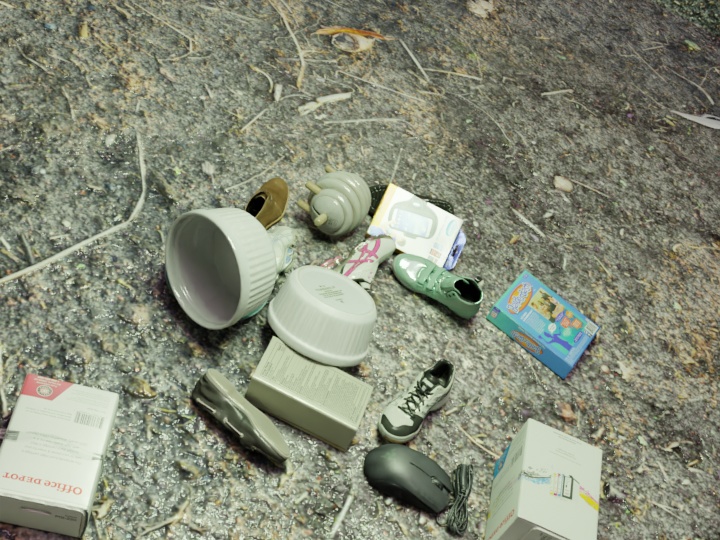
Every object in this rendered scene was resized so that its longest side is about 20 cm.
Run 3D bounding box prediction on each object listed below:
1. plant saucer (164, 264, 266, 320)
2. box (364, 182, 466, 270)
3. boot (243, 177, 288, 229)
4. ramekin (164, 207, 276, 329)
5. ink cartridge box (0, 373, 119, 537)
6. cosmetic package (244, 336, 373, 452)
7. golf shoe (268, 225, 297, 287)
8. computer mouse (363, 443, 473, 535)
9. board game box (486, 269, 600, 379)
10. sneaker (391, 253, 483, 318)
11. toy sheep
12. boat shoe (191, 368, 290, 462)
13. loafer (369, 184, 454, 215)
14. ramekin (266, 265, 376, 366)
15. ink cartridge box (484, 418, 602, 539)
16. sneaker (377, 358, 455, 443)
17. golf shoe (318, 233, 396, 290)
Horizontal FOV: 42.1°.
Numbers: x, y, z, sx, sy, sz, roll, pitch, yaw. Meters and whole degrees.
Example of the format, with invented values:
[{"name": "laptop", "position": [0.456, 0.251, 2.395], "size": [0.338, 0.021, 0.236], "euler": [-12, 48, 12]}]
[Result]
[{"name": "plant saucer", "position": [-0.262, 0.022, 1.706], "size": [0.196, 0.036, 0.203], "euler": [13, 47, -14]}, {"name": "box", "position": [0.121, -0.082, 1.932], "size": [0.197, 0.042, 0.121], "euler": [26, 80, 2]}, {"name": "boot", "position": [-0.187, -0.133, 1.855], "size": [0.072, 0.076, 0.201], "euler": [25, 43, 2]}, {"name": "ramekin", "position": [-0.232, -0.012, 1.592], "size": [0.200, 0.202, 0.104], "euler": [46, 39, 20]}, {"name": "ink cartridge box", "position": [-0.446, 0.269, 1.363], "size": [0.143, 0.086, 0.203], "euler": [15, 44, -11]}, {"name": "cosmetic package", "position": [-0.088, 0.209, 1.589], "size": [0.197, 0.074, 0.104], "euler": [27, 44, 1]}, {"name": "golf shoe", "position": [-0.171, -0.050, 1.737], "size": [0.096, 0.079, 0.200], "euler": [30, 13, -15]}, {"name": "computer mouse", "position": [0.102, 0.343, 1.568], "size": [0.196, 0.053, 0.140], "euler": [23, 45, -4]}, {"name": "board game box", "position": [0.375, 0.107, 1.913], "size": [0.199, 0.045, 0.152], "euler": [39, 46, 12]}, {"name": "sneaker", "position": [0.156, 0.014, 1.837], "size": [0.198, 0.118, 0.075], "euler": [31, 72, 4]}, {"name": "toy sheep", "position": [-0.048, -0.136, 1.882], "size": [0.137, 0.139, 0.200], "euler": [33, 41, 8]}, {"name": "boat shoe", "position": [-0.196, 0.248, 1.528], "size": [0.200, 0.057, 0.067], "euler": [44, 11, 12]}, {"name": "loafer", "position": [0.100, -0.131, 1.999], "size": [0.196, 0.075, 0.071], "euler": [15, 1, -2]}, {"name": "ramekin", "position": [-0.061, 0.074, 1.660], "size": [0.199, 0.095, 0.203], "euler": [23, 22, -10]}, {"name": "ink cartridge box", "position": [0.302, 0.388, 1.552], "size": [0.142, 0.148, 0.202], "euler": [23, 45, -3]}, {"name": "sneaker", "position": [0.100, 0.221, 1.644], "size": [0.075, 0.089, 0.199], "euler": [32, 41, 17]}, {"name": "golf shoe", "position": [0.000, 0.000, 1.826], "size": [0.198, 0.073, 0.093], "euler": [-30, 72, -29]}]
